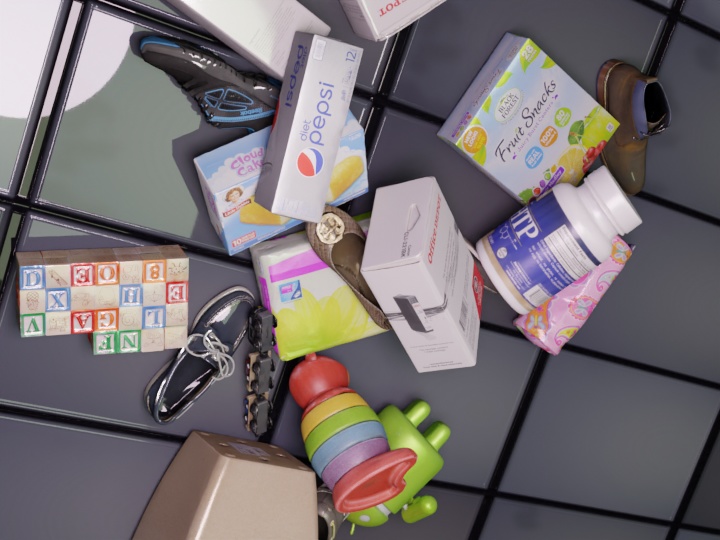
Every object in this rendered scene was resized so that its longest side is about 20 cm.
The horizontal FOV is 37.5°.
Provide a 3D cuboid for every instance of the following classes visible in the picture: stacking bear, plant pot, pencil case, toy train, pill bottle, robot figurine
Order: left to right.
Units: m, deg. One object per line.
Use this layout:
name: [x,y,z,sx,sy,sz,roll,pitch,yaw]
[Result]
plant pot: [-0.160,0.318,1.369,0.198,0.199,0.180,16,89,-27]
toy train: [-0.133,0.132,1.375,0.034,0.046,0.202,-15,127,-30]
stacking bear: [-0.027,0.200,1.377,0.112,0.201,0.122,-17,149,-23]
robot figurine: [0.035,0.269,1.472,0.200,0.116,0.176,-42,91,-4]
pill bottle: [0.263,-0.044,1.399,0.199,0.120,0.120,-36,120,16]
pencil case: [0.307,0.023,1.531,0.087,0.087,0.201,35,90,-29]

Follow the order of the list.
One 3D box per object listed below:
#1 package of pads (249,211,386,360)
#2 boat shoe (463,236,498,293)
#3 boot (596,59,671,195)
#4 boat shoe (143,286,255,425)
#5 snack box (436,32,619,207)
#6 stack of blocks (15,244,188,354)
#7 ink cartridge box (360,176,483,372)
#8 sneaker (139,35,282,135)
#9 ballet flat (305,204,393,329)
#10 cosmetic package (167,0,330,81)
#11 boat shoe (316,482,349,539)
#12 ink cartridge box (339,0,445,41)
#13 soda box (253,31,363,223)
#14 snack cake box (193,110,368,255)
package of pads: [-0.035,0.021,1.386,0.197,0.068,0.157,-16,112,-18]
boat shoe: [0.125,-0.021,1.444,0.057,0.067,0.200,-44,124,6]
boot: [0.386,-0.190,1.485,0.074,0.097,0.202,-23,115,-15]
boat shoe: [-0.200,0.109,1.346,0.200,0.062,0.075,-47,117,-4]
snack box: [0.228,-0.190,1.432,0.199,0.068,0.170,33,93,-28]
stack of blocks: [-0.310,0.037,1.275,0.197,0.059,0.117,-3,108,-23]
ink cartridge box: [0.081,0.007,1.320,0.083,0.146,0.201,-9,134,22]
sneaker: [-0.173,-0.210,1.246,0.198,0.073,0.083,22,105,-26]
ballet flat: [0.000,0.000,1.331,0.067,0.046,0.201,-38,117,-9]
cosmetic package: [-0.145,-0.305,1.208,0.199,0.108,0.085,34,92,-30]
boat shoe: [-0.071,0.364,1.445,0.060,0.072,0.203,-40,162,-48]
ink cartridge box: [0.023,-0.399,1.263,0.145,0.085,0.202,-33,115,-10]
soda box: [-0.060,-0.161,1.191,0.063,0.068,0.203,10,100,-26]
snack cake box: [-0.092,-0.115,1.291,0.198,0.068,0.116,-26,147,-14]
